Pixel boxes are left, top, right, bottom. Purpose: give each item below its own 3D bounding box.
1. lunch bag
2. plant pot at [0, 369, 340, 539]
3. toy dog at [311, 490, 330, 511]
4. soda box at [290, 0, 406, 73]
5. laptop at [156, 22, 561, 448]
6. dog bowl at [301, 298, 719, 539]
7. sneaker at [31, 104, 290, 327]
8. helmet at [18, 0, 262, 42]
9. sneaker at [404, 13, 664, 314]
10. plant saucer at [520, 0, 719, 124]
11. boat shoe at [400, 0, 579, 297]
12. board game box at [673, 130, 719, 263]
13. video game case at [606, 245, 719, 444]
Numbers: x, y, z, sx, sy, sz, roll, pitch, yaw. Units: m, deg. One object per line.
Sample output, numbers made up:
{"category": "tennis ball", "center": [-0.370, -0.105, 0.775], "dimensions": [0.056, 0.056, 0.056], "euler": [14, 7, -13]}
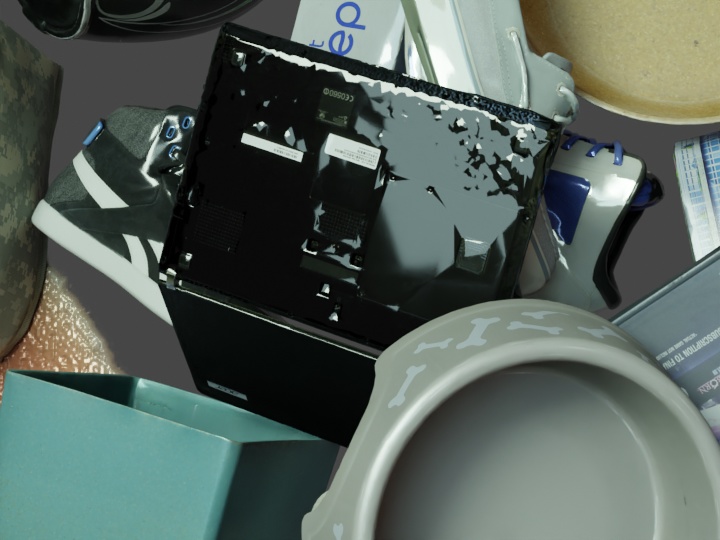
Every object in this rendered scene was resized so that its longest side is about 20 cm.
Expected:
{"category": "lunch bag", "center": [-0.256, -0.049, 0.952], "dimensions": [0.116, 0.164, 0.203], "euler": [-1, 78, 14]}
{"category": "plant pot", "center": [-0.120, 0.169, 0.878], "dimensions": [0.140, 0.141, 0.202], "euler": [14, 91, 22]}
{"category": "toy dog", "center": [0.057, 0.197, 0.842], "dimensions": [0.199, 0.096, 0.133], "euler": [22, 95, 35]}
{"category": "soda box", "center": [-0.002, -0.111, 0.927], "dimensions": [0.068, 0.063, 0.202], "euler": [11, 83, 19]}
{"category": "laptop", "center": [0.000, 0.000, 0.816], "dimensions": [0.175, 0.103, 0.202], "euler": [18, 98, 16]}
{"category": "dog bowl", "center": [0.075, 0.115, 0.720], "dimensions": [0.198, 0.059, 0.203], "euler": [-1, 94, -13]}
{"category": "sneaker", "center": [-0.094, -0.030, 0.938], "dimensions": [0.199, 0.073, 0.113], "euler": [31, 92, 24]}
{"category": "helmet", "center": [-0.109, -0.232, 0.921], "dimensions": [0.190, 0.201, 0.201], "euler": [-26, 66, -27]}
{"category": "sneaker", "center": [0.099, -0.058, 0.878], "dimensions": [0.114, 0.081, 0.202], "euler": [-16, 81, 12]}
{"category": "plant saucer", "center": [0.173, -0.161, 0.871], "dimensions": [0.198, 0.035, 0.203], "euler": [-3, 68, 8]}
{"category": "boat shoe", "center": [0.072, -0.091, 0.808], "dimensions": [0.071, 0.070, 0.203], "euler": [-17, 90, -3]}
{"category": "board game box", "center": [0.224, 0.014, 0.820], "dimensions": [0.198, 0.062, 0.202], "euler": [-14, 75, 16]}
{"category": "video game case", "center": [0.191, 0.096, 0.782], "dimensions": [0.142, 0.019, 0.201], "euler": [-36, 91, 25]}
